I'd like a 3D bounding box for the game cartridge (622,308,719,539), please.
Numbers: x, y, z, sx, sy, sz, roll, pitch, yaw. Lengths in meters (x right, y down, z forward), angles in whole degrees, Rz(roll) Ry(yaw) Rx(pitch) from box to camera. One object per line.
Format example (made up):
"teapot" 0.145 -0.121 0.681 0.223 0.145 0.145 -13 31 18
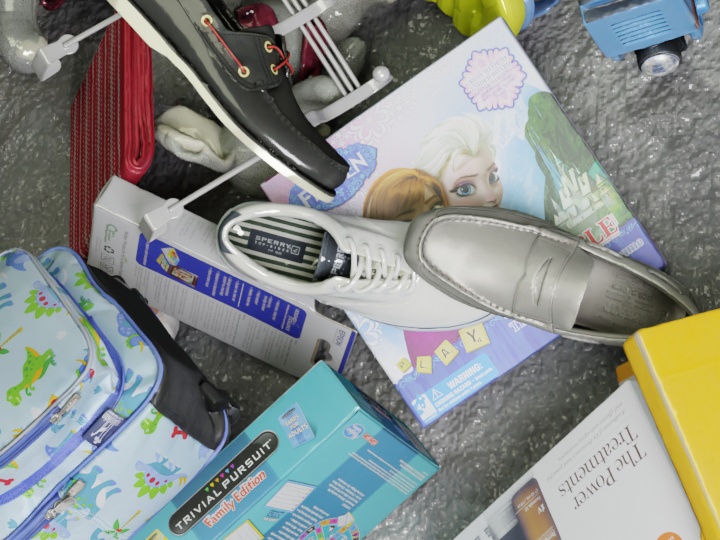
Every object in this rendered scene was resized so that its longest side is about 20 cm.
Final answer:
"game cartridge" 0.262 0.109 1.199 0.175 0.032 0.201 -12 72 -23

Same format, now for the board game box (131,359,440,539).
"board game box" -0.058 0.161 1.372 0.200 0.151 0.047 -42 60 3

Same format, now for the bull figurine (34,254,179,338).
"bull figurine" -0.223 0.066 1.526 0.200 0.065 0.121 -46 54 -5

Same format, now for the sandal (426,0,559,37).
"sandal" 0.077 -0.229 1.514 0.087 0.080 0.200 -20 49 -27

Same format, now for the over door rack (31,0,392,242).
"over door rack" -0.098 -0.133 1.380 0.199 0.067 0.148 -33 84 -4

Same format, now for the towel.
"towel" -0.182 -0.098 1.517 0.022 0.200 0.146 6 67 -18

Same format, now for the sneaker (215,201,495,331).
"sneaker" 0.000 0.000 1.357 0.199 0.071 0.074 9 96 4

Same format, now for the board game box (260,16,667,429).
"board game box" 0.069 -0.032 1.405 0.200 0.041 0.200 -35 89 7

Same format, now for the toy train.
"toy train" 0.184 -0.234 1.437 0.086 0.114 0.201 -14 67 17

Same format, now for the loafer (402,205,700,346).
"loafer" 0.125 0.005 1.323 0.199 0.070 0.070 14 92 -14

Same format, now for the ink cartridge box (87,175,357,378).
"ink cartridge box" -0.094 0.012 1.443 0.199 0.095 0.037 28 58 5

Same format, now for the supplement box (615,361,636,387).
"supplement box" 0.240 0.133 1.276 0.126 0.073 0.201 -32 58 43

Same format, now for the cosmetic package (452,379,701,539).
"cosmetic package" 0.145 0.186 1.280 0.200 0.051 0.151 -48 53 34

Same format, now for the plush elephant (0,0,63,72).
"plush elephant" -0.207 -0.252 1.586 0.154 0.165 0.201 -7 93 -10

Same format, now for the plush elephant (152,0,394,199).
"plush elephant" -0.062 -0.122 1.478 0.200 0.164 0.155 -52 43 29

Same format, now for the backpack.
"backpack" -0.210 0.098 1.315 0.200 0.147 0.183 -48 45 3

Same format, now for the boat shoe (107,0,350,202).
"boat shoe" -0.076 -0.128 1.311 0.063 0.074 0.201 -43 84 8
